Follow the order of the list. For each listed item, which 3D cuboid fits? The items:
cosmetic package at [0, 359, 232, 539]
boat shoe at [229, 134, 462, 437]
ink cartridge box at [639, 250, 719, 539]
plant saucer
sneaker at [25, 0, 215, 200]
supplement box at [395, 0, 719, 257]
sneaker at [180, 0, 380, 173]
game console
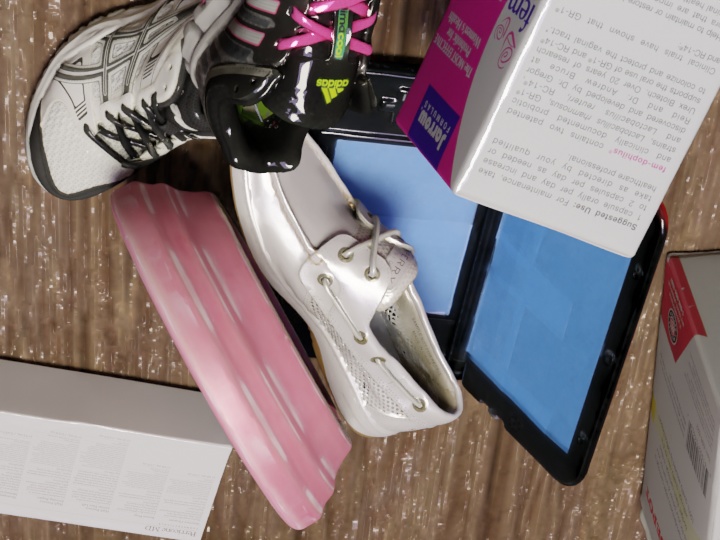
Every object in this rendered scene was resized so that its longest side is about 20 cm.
[{"bbox_3d":[-0.181,0.101,1.161,0.200,0.051,0.083,11,124,-14],"label":"cosmetic package"},{"bbox_3d":[0.000,0.000,1.036,0.069,0.071,0.200,-6,125,35],"label":"boat shoe"},{"bbox_3d":[0.222,0.108,1.150,0.083,0.145,0.200,-4,129,-5],"label":"ink cartridge box"},{"bbox_3d":[-0.061,0.036,1.033,0.051,0.201,0.201,-30,127,-1],"label":"plant saucer"},{"bbox_3d":[-0.098,-0.092,0.994,0.076,0.088,0.200,35,119,-30],"label":"sneaker"},{"bbox_3d":[0.111,-0.123,0.908,0.103,0.101,0.200,17,107,-22],"label":"supplement box"},{"bbox_3d":[-0.016,-0.108,0.850,0.074,0.088,0.200,1,151,-30],"label":"sneaker"},{"bbox_3d":[0.050,0.005,1.066,0.172,0.119,0.200,5,127,-10],"label":"game console"}]
